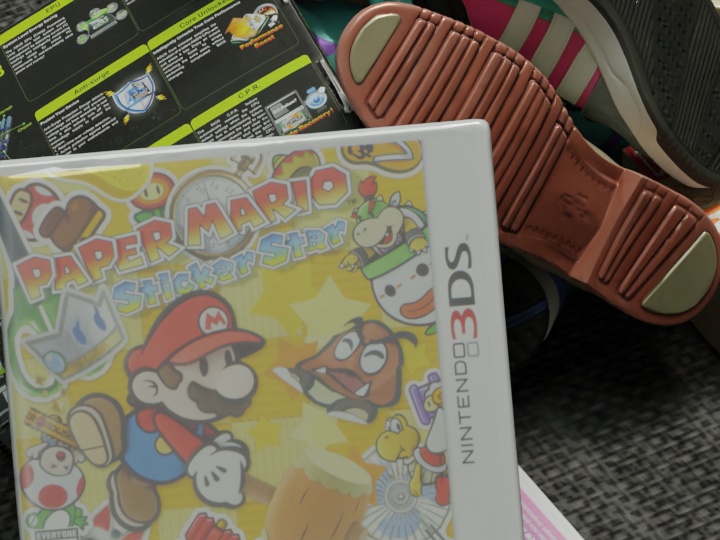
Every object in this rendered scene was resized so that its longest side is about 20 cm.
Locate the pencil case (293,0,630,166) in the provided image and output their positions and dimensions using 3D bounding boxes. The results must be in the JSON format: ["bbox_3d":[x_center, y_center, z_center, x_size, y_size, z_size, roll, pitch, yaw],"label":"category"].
[{"bbox_3d":[0.043,-0.087,1.363,0.199,0.085,0.093,-3,67,-19],"label":"pencil case"}]

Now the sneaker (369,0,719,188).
[{"bbox_3d":[0.071,-0.104,1.279,0.120,0.200,0.084,-9,42,45],"label":"sneaker"}]

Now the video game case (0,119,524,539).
[{"bbox_3d":[-0.040,0.040,1.175,0.199,0.183,0.023,-5,0,2],"label":"video game case"}]

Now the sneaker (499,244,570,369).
[{"bbox_3d":[0.000,0.000,1.321,0.199,0.076,0.077,14,23,21],"label":"sneaker"}]

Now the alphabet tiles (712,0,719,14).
[{"bbox_3d":[0.253,-0.169,1.518,0.199,0.015,0.195,-31,46,-27],"label":"alphabet tiles"}]

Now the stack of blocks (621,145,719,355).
[{"bbox_3d":[0.209,0.004,1.284,0.115,0.059,0.200,-20,42,-16],"label":"stack of blocks"}]

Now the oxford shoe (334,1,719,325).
[{"bbox_3d":[0.059,-0.043,1.241,0.071,0.200,0.074,-54,24,-6],"label":"oxford shoe"}]

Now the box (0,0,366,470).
[{"bbox_3d":[-0.098,-0.039,1.260,0.199,0.048,0.194,-32,50,1],"label":"box"}]

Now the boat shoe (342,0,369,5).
[{"bbox_3d":[0.070,-0.138,1.475,0.199,0.072,0.076,-26,59,-13],"label":"boat shoe"}]

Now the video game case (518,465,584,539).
[{"bbox_3d":[-0.007,0.138,1.185,0.199,0.018,0.143,-23,43,-19],"label":"video game case"}]
